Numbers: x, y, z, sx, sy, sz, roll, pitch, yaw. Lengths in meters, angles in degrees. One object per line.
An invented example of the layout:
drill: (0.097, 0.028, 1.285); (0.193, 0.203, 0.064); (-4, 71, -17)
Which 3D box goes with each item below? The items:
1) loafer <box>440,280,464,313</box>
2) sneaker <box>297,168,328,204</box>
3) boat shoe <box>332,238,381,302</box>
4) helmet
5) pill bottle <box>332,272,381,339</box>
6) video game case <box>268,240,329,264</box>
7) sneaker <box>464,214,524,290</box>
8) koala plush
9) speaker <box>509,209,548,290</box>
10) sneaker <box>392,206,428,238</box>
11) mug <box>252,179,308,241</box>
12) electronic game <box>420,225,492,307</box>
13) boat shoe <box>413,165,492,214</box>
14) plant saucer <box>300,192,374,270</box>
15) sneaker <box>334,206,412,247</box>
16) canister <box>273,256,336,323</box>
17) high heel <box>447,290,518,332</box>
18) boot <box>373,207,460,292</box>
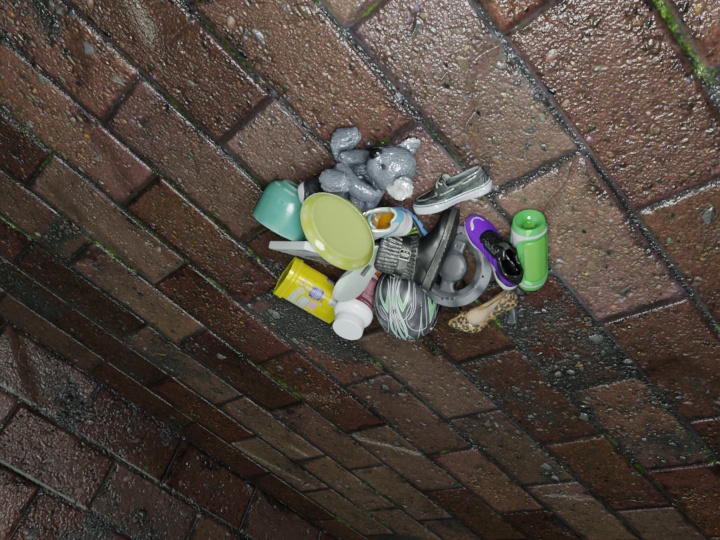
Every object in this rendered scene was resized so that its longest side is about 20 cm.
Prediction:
loafer: (0.259, 0.050, 1.675); (0.070, 0.074, 0.201); (10, 149, 7)
sneaker: (-0.059, -0.145, 1.492); (0.113, 0.076, 0.202); (-28, 102, 33)
boat shoe: (0.000, 0.000, 1.637); (0.070, 0.064, 0.200); (37, 110, -19)
helmet: (0.124, 0.082, 1.667); (0.196, 0.193, 0.202); (12, 140, 11)
pill bottle: (-0.008, 0.085, 1.723); (0.111, 0.202, 0.114); (12, 140, 10)
video game case: (-0.114, -0.044, 1.588); (0.180, 0.023, 0.199); (16, 173, -34)
sneaker: (0.322, -0.055, 1.454); (0.202, 0.069, 0.100); (56, 171, 8)
koala plush: (0.043, -0.223, 1.393); (0.197, 0.180, 0.184); (-10, 143, 32)
speaker: (0.405, -0.046, 1.483); (0.087, 0.089, 0.202); (3, 137, 20)
sneaker: (0.120, -0.078, 1.528); (0.201, 0.082, 0.071); (52, 165, 20)
mug: (-0.168, -0.151, 1.573); (0.183, 0.152, 0.116); (26, 101, -23)
electronic game: (0.231, -0.011, 1.548); (0.196, 0.205, 0.041); (2, -178, 22)
boat shoe: (0.204, -0.192, 1.432); (0.197, 0.073, 0.072); (-19, 118, 26)
plant saucer: (-0.046, -0.092, 1.388); (0.197, 0.031, 0.203); (23, 136, 23)
sneaker: (0.016, -0.102, 1.414); (0.197, 0.078, 0.080); (-16, 161, 28)
canister: (-0.143, 0.063, 1.851); (0.198, 0.088, 0.149); (30, 140, -13)
high heel: (0.329, 0.101, 1.684); (0.196, 0.072, 0.144); (-9, 141, 9)
boot: (0.129, -0.071, 1.448); (0.156, 0.079, 0.214); (26, 99, 15)
